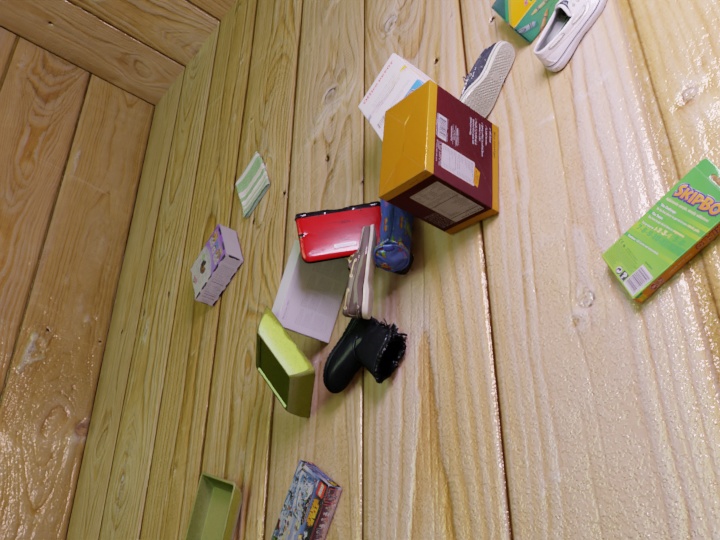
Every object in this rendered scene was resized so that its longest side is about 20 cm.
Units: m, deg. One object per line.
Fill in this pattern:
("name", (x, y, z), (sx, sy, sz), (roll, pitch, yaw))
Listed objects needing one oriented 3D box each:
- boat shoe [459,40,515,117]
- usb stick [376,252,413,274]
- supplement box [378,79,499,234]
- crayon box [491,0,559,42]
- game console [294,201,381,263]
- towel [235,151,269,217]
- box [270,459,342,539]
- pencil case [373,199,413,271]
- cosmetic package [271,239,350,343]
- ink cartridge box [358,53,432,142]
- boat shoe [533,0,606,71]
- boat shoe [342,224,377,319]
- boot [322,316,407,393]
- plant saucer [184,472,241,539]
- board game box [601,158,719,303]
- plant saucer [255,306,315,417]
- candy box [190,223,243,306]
("boat shoe", (0.244, -0.376, 1.391), (0.203, 0.074, 0.062), (-61, 32, -1))
("usb stick", (0.049, -0.032, 1.506), (0.199, 0.032, 0.056), (19, 77, 57))
("supplement box", (0.155, -0.211, 1.305), (0.132, 0.197, 0.202), (-24, 52, 46))
("crayon box", (0.362, -0.571, 1.344), (0.201, 0.057, 0.120), (-51, 37, 24))
("game console", (-0.045, -0.086, 1.537), (0.119, 0.195, 0.176), (93, 166, -65))
("towel", (-0.358, -0.284, 2.237), (0.153, 0.023, 0.202), (-50, 37, 24))
("box", (-0.118, 0.521, 1.419), (0.136, 0.039, 0.204), (16, 85, 58))
("pencil case", (0.072, -0.098, 1.433), (0.076, 0.088, 0.203), (-9, 48, 19))
("cosmetic package", (-0.114, 0.049, 1.584), (0.051, 0.149, 0.204), (7, 77, 55))
("ink cartridge box", (0.113, -0.349, 1.494), (0.148, 0.143, 0.202), (-51, 37, 21))
("boat shoe", (0.388, -0.470, 1.242), (0.073, 0.066, 0.203), (33, 99, 56))
("boat shoe", (0.000, 0.000, 1.416), (0.058, 0.072, 0.205), (1, 75, 14))
("boot", (0.009, 0.186, 1.403), (0.162, 0.073, 0.201), (27, 90, 57))
("plant saucer", (-0.360, 0.621, 1.684), (0.198, 0.047, 0.204), (-9, 64, 53))
("board game box", (0.443, -0.056, 0.964), (0.201, 0.030, 0.097), (-52, 37, 27))
("plant saucer", (-0.180, 0.218, 1.525), (0.200, 0.047, 0.202), (48, 148, 29))
("candy box", (-0.468, -0.017, 2.197), (0.201, 0.071, 0.169), (-52, 37, 21))
